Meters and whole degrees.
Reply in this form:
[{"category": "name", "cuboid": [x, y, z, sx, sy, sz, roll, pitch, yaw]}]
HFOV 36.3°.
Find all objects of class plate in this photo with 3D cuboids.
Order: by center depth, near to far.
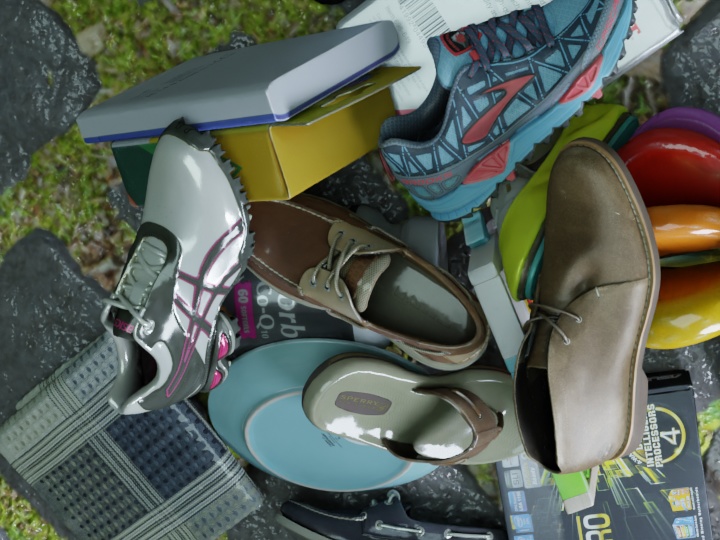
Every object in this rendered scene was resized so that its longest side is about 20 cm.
[{"category": "plate", "cuboid": [-0.022, 0.124, 0.843, 0.196, 0.026, 0.202, 5, 137, 4]}]

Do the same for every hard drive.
[{"category": "hard drive", "cuboid": [-0.087, -0.127, 0.752, 0.198, 0.132, 0.026, 0, 118, 42]}]

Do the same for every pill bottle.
[{"category": "pill bottle", "cuboid": [-0.035, 0.010, 0.827, 0.196, 0.116, 0.119, -2, 103, 10]}]

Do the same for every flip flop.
[{"category": "flip flop", "cuboid": [0.052, 0.106, 0.775, 0.197, 0.058, 0.082, 15, 110, -30]}]

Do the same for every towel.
[{"category": "towel", "cuboid": [-0.197, 0.160, 0.917, 0.199, 0.035, 0.193, -36, 97, 31]}]

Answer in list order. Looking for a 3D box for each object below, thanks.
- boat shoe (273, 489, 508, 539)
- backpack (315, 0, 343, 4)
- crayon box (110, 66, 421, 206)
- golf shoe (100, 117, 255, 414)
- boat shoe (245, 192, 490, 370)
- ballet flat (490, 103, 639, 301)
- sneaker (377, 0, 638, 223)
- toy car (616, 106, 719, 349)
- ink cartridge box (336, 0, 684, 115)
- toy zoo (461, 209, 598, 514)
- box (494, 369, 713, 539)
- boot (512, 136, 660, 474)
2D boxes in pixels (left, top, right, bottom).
[{"category": "boat shoe", "cuboid": [0.027, 0.215, 0.901, 0.196, 0.073, 0.064, 17, 75, 6]}, {"category": "backpack", "cuboid": [-0.015, -0.267, 0.717, 0.151, 0.200, 0.166, -17, 99, 12]}, {"category": "crayon box", "cuboid": [-0.063, -0.092, 0.758, 0.198, 0.126, 0.052, 1, 115, 43]}, {"category": "golf shoe", "cuboid": [-0.122, 0.005, 0.712, 0.076, 0.088, 0.203, 23, 123, 30]}, {"category": "boat shoe", "cuboid": [0.000, 0.000, 0.728, 0.197, 0.072, 0.077, 24, 85, 2]}, {"category": "ballet flat", "cuboid": [0.129, -0.054, 0.760, 0.066, 0.201, 0.068, 22, 140, 22]}, {"category": "sneaker", "cuboid": [0.088, -0.123, 0.695, 0.095, 0.080, 0.200, 34, 108, -24]}, {"category": "toy car", "cuboid": [0.219, -0.031, 0.735, 0.172, 0.199, 0.153, -11, 101, 32]}, {"category": "ink cartridge box", "cuboid": [0.105, -0.175, 0.778, 0.198, 0.085, 0.147, -33, 96, 17]}, {"category": "toy zoo", "cuboid": [0.119, 0.053, 0.766, 0.020, 0.131, 0.203, -22, 91, 16]}, {"category": "box", "cuboid": [0.194, 0.188, 0.866, 0.158, 0.049, 0.204, -7, 101, 14]}, {"category": "boot", "cuboid": [0.129, 0.025, 0.656, 0.073, 0.074, 0.204, 9, 107, 51]}]
